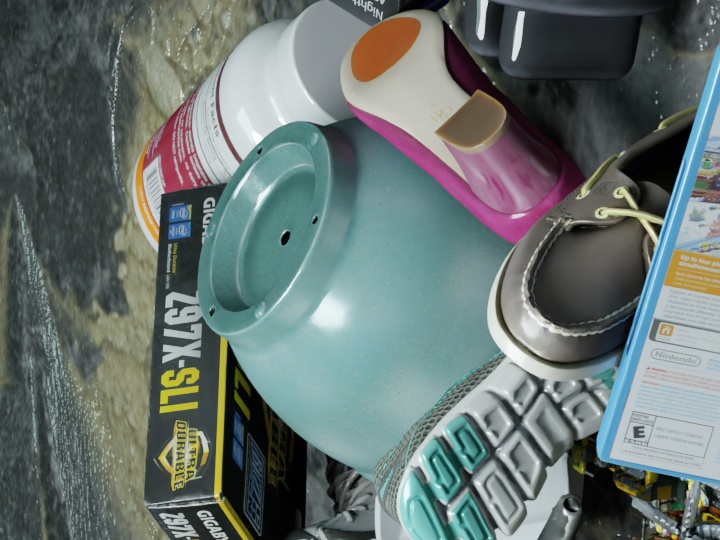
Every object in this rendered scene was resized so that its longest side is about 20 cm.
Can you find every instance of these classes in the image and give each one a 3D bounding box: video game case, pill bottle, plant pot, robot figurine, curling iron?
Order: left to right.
[{"bbox_3d":[-0.046,-0.076,1.473,0.200,0.113,0.114,-38,62,53],"label":"pill bottle"},{"bbox_3d":[0.000,0.000,1.322,0.200,0.134,0.201,-36,41,40],"label":"plant pot"},{"bbox_3d":[0.078,0.153,1.248,0.050,0.025,0.200,56,159,16],"label":"curling iron"},{"bbox_3d":[0.103,-0.194,1.207,0.150,0.125,0.201,15,110,26],"label":"robot figurine"},{"bbox_3d":[0.194,0.009,1.079,0.018,0.142,0.201,-85,8,-62],"label":"video game case"}]

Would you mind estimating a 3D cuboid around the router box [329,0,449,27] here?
[{"bbox_3d":[-0.033,-0.237,1.335,0.200,0.052,0.158,34,141,25],"label":"router box"}]

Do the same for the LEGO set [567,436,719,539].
[{"bbox_3d":[0.134,0.165,1.208,0.154,0.115,0.201,36,124,51],"label":"LEGO set"}]

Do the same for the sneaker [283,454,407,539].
[{"bbox_3d":[-0.004,0.130,1.429,0.200,0.115,0.075,52,136,41],"label":"sneaker"}]

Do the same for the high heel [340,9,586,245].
[{"bbox_3d":[0.052,-0.064,1.263,0.067,0.096,0.200,-39,30,3],"label":"high heel"}]

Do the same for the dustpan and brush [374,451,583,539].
[{"bbox_3d":[0.066,0.056,1.352,0.139,0.057,0.201,-16,49,43],"label":"dustpan and brush"}]

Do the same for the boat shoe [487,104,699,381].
[{"bbox_3d":[0.124,-0.018,1.140,0.072,0.200,0.060,41,131,10],"label":"boat shoe"}]

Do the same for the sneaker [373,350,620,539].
[{"bbox_3d":[0.081,0.057,1.224,0.078,0.200,0.091,57,161,-12],"label":"sneaker"}]

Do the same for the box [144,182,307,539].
[{"bbox_3d":[-0.072,0.076,1.425,0.160,0.049,0.201,61,-155,-54],"label":"box"}]
